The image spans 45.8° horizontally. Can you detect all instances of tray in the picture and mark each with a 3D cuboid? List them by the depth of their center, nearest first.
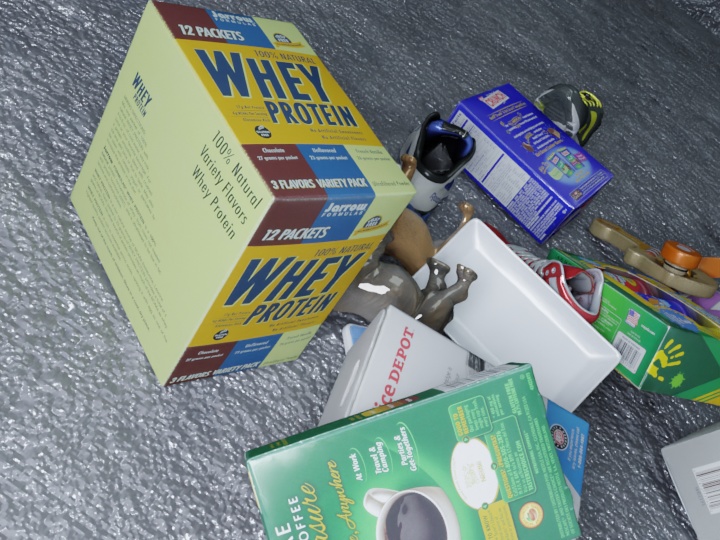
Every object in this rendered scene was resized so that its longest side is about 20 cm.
[{"bbox_3d":[0.146,0.052,0.836,0.200,0.107,0.022,45,-8,12],"label":"tray"}]

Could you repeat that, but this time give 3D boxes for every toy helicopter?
[{"bbox_3d":[0.381,-0.020,1.112,0.131,0.079,0.200,3,25,-33],"label":"toy helicopter"}]

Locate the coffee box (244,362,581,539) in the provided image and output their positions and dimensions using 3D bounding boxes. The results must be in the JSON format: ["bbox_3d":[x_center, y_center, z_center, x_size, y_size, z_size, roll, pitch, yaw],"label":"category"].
[{"bbox_3d":[0.034,0.146,0.557,0.198,0.044,0.124,-18,92,-11],"label":"coffee box"}]

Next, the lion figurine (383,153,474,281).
[{"bbox_3d":[0.047,-0.033,0.860,0.199,0.072,0.123,33,76,-20],"label":"lion figurine"}]

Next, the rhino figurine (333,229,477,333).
[{"bbox_3d":[0.000,0.000,0.774,0.199,0.088,0.060,26,-8,-4],"label":"rhino figurine"}]

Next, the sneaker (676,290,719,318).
[{"bbox_3d":[0.413,0.070,1.079,0.199,0.073,0.114,-11,37,-40],"label":"sneaker"}]

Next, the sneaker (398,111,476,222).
[{"bbox_3d":[0.090,-0.129,0.971,0.080,0.115,0.200,34,36,-5],"label":"sneaker"}]

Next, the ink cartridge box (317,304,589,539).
[{"bbox_3d":[0.067,0.143,0.661,0.199,0.084,0.145,31,46,-8],"label":"ink cartridge box"}]

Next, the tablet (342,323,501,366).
[{"bbox_3d":[0.079,0.117,0.776,0.198,0.014,0.131,14,42,-28],"label":"tablet"}]

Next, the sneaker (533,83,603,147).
[{"bbox_3d":[0.303,-0.230,1.221,0.074,0.085,0.200,43,1,17],"label":"sneaker"}]

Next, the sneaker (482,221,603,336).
[{"bbox_3d":[0.185,-0.001,0.910,0.071,0.113,0.201,5,46,-36],"label":"sneaker"}]

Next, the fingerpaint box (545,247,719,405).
[{"bbox_3d":[0.308,0.059,0.922,0.166,0.074,0.200,14,17,-28],"label":"fingerpaint box"}]

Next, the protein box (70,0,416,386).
[{"bbox_3d":[-0.100,-0.058,0.658,0.134,0.200,0.199,-7,54,-44],"label":"protein box"}]

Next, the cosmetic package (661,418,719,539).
[{"bbox_3d":[0.409,0.200,0.885,0.199,0.090,0.108,-3,68,-46],"label":"cosmetic package"}]

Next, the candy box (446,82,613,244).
[{"bbox_3d":[0.217,-0.148,1.133,0.200,0.077,0.169,46,37,11],"label":"candy box"}]
